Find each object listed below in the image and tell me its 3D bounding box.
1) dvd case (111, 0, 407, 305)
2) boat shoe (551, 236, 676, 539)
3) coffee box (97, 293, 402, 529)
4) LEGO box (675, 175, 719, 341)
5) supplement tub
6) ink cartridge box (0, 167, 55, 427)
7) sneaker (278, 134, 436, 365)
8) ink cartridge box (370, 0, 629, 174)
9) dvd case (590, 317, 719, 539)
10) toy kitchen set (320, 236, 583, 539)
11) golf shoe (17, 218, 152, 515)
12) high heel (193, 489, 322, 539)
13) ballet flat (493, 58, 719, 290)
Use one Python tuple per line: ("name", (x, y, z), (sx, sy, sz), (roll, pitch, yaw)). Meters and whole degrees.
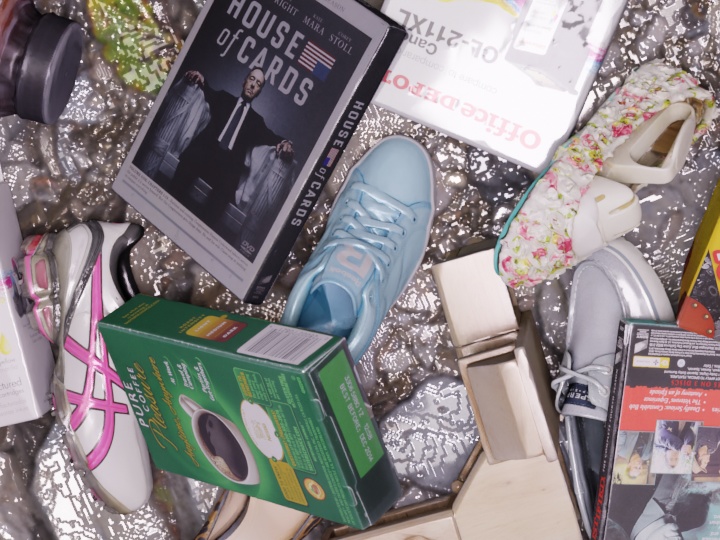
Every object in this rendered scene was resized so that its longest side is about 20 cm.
("dvd case", (-0.070, -0.101, 1.167), (0.150, 0.025, 0.201), (38, 107, 35))
("boat shoe", (0.159, 0.081, 1.138), (0.070, 0.071, 0.202), (-2, 100, 47))
("coffee box", (-0.073, 0.085, 1.133), (0.199, 0.044, 0.123), (8, 128, 44))
("LEGO box", (0.288, -0.041, 1.051), (0.148, 0.077, 0.201), (18, 124, 4))
("supplement tub", (-0.287, -0.158, 1.186), (0.199, 0.107, 0.108), (17, 98, 4))
("ink cartridge box", (-0.287, 0.010, 1.224), (0.115, 0.068, 0.201), (-13, 95, 7))
("sneaker", (0.000, 0.000, 1.170), (0.074, 0.082, 0.201), (22, 81, -2))
("ink cartridge box", (0.097, -0.177, 1.157), (0.145, 0.083, 0.201), (22, 98, 3))
("dvd case", (0.215, 0.132, 1.120), (0.145, 0.022, 0.201), (3, 98, -17))
("toy kitchen set", (0.036, 0.104, 1.155), (0.179, 0.163, 0.201), (-16, 94, 7))
("golf shoe", (-0.165, 0.065, 1.216), (0.092, 0.073, 0.201), (-13, 95, 6))
("high heel", (-0.063, 0.160, 1.181), (0.071, 0.143, 0.200), (36, 99, 0))
("ballet flat", (0.159, -0.061, 1.124), (0.064, 0.076, 0.200), (21, 58, 33))
